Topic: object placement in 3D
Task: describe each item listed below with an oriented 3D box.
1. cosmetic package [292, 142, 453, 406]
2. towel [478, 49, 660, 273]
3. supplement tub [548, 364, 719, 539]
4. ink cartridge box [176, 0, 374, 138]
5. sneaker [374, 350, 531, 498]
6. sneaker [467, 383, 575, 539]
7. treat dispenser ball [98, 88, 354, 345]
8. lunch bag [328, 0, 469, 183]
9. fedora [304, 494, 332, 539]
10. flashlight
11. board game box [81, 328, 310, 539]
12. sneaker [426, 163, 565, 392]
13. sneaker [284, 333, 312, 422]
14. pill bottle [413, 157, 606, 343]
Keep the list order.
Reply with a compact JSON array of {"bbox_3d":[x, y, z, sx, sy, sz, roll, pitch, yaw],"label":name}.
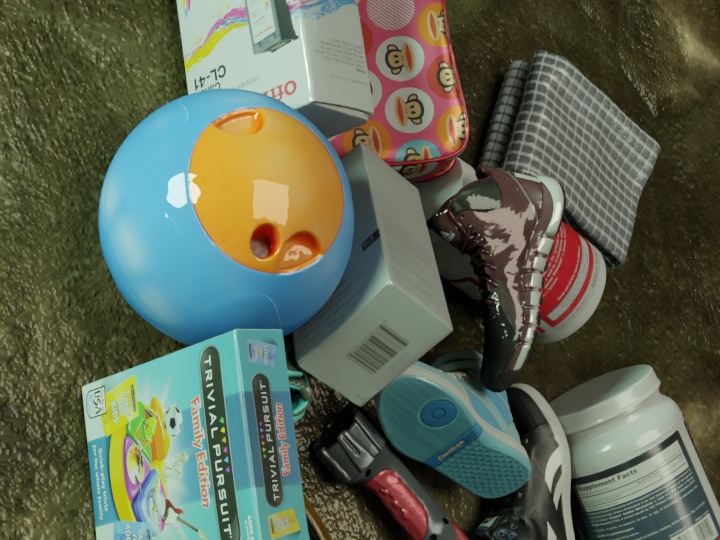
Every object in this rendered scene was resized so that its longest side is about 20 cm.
[{"bbox_3d":[0.000,0.000,1.318,0.081,0.113,0.201,36,23,-32],"label":"cosmetic package"},{"bbox_3d":[0.220,-0.109,1.640,0.199,0.085,0.167,36,55,-30],"label":"towel"},{"bbox_3d":[0.267,0.209,1.536,0.140,0.140,0.202,-28,96,-45],"label":"supplement tub"},{"bbox_3d":[-0.078,-0.209,1.341,0.085,0.147,0.203,8,69,-49],"label":"ink cartridge box"},{"bbox_3d":[0.071,0.109,1.407,0.200,0.079,0.131,44,23,-40],"label":"sneaker"},{"bbox_3d":[0.141,0.209,1.462,0.111,0.073,0.203,-5,81,-46],"label":"sneaker"},{"bbox_3d":[-0.103,-0.039,1.225,0.199,0.200,0.203,16,65,-39],"label":"treat dispenser ball"},{"bbox_3d":[0.000,-0.175,1.426,0.174,0.082,0.203,-6,78,-9],"label":"lunch bag"},{"bbox_3d":[-0.073,0.241,1.220,0.202,0.081,0.201,55,13,-20],"label":"fedora"},{"bbox_3d":[0.036,0.213,1.372,0.200,0.068,0.068,49,5,-15],"label":"flashlight"},{"bbox_3d":[-0.125,0.138,1.144,0.047,0.199,0.153,3,73,-42],"label":"board game box"},{"bbox_3d":[0.105,0.000,1.399,0.114,0.076,0.202,18,74,-14],"label":"sneaker"},{"bbox_3d":[-0.070,0.095,1.274,0.200,0.090,0.079,-36,125,-51],"label":"sneaker"},{"bbox_3d":[0.134,-0.023,1.508,0.199,0.112,0.113,34,55,-31],"label":"pill bottle"}]
